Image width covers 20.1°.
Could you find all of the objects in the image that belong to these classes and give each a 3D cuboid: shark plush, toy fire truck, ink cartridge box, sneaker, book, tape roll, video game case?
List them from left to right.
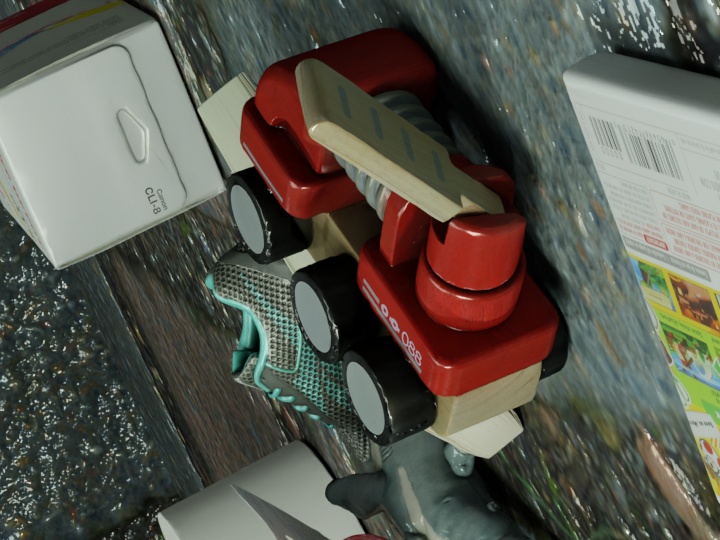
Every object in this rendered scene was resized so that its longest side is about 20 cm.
[{"bbox_3d":[-0.216,-0.114,1.541,0.200,0.144,0.146,34,149,64],"label":"ink cartridge box"},{"bbox_3d":[-0.067,0.264,1.736,0.203,0.139,0.203,57,167,21],"label":"tape roll"},{"bbox_3d":[-0.037,0.058,1.292,0.200,0.091,0.078,67,168,-19],"label":"sneaker"},{"bbox_3d":[0.000,0.000,1.057,0.200,0.048,0.134,55,-173,32],"label":"book"},{"bbox_3d":[0.008,-0.042,0.872,0.176,0.128,0.200,56,154,31],"label":"toy fire truck"},{"bbox_3d":[0.046,0.123,1.159,0.200,0.091,0.083,-128,47,-62],"label":"shark plush"},{"bbox_3d":[0.143,0.025,0.646,0.182,0.023,0.200,67,166,-19],"label":"video game case"}]

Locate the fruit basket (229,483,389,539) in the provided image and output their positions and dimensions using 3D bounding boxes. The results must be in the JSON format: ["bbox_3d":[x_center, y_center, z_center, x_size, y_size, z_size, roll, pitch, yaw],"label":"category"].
[{"bbox_3d":[0.022,0.206,1.194,0.200,0.094,0.185,28,-177,-25],"label":"fruit basket"}]
